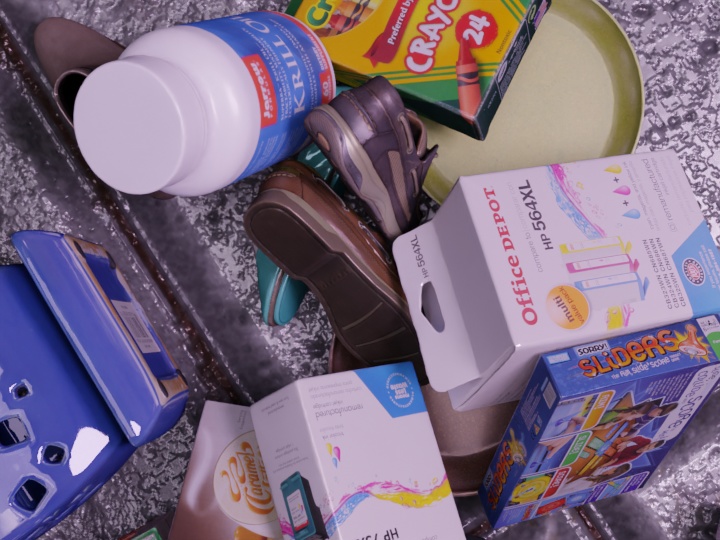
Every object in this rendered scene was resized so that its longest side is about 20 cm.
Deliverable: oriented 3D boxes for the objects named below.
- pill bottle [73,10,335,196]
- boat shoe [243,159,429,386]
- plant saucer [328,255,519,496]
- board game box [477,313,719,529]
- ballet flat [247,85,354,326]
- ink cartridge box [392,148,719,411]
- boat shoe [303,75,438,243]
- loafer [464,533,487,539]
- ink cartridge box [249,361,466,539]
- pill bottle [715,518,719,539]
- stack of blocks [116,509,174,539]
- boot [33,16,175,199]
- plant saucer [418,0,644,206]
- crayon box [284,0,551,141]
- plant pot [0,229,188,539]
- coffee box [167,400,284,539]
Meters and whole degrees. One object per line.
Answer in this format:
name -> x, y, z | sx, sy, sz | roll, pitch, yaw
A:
pill bottle -> -0.103, -0.114, 0.742 | 0.111, 0.200, 0.113 | 8, 111, 21
boat shoe -> 0.000, 0.000, 0.808 | 0.072, 0.068, 0.200 | -21, 119, 35
plant saucer -> 0.074, 0.077, 0.865 | 0.198, 0.037, 0.203 | 0, 90, 4
board game box -> 0.169, 0.113, 0.767 | 0.134, 0.201, 0.035 | -11, 55, -16
ballet flat -> -0.050, -0.057, 0.864 | 0.070, 0.067, 0.202 | 24, 89, 16
ink cartridge box -> 0.133, 0.009, 0.764 | 0.198, 0.125, 0.130 | -9, 67, -20
boat shoe -> 0.024, -0.076, 0.782 | 0.073, 0.200, 0.075 | -38, 72, 2
loafer -> 0.018, 0.258, 0.864 | 0.198, 0.073, 0.073 | -10, 123, 10
ink cartridge box -> 0.007, 0.175, 0.768 | 0.067, 0.115, 0.202 | -31, 71, 45
pill bottle -> 0.294, 0.287, 0.812 | 0.111, 0.112, 0.202 | 11, 92, 5
stack of blocks -> -0.136, 0.301, 0.874 | 0.114, 0.059, 0.201 | -29, 88, 4
boot -> -0.200, -0.134, 0.830 | 0.200, 0.146, 0.070 | 41, 96, 3
plant saucer -> 0.124, -0.132, 0.861 | 0.198, 0.031, 0.202 | 0, 90, 5
crayon box -> 0.030, -0.197, 0.828 | 0.199, 0.051, 0.128 | 25, 83, 19
plant pot -> -0.245, 0.083, 0.818 | 0.179, 0.200, 0.201 | -32, 88, -3
coffee box -> -0.083, 0.210, 0.808 | 0.113, 0.080, 0.201 | 8, 55, 6
